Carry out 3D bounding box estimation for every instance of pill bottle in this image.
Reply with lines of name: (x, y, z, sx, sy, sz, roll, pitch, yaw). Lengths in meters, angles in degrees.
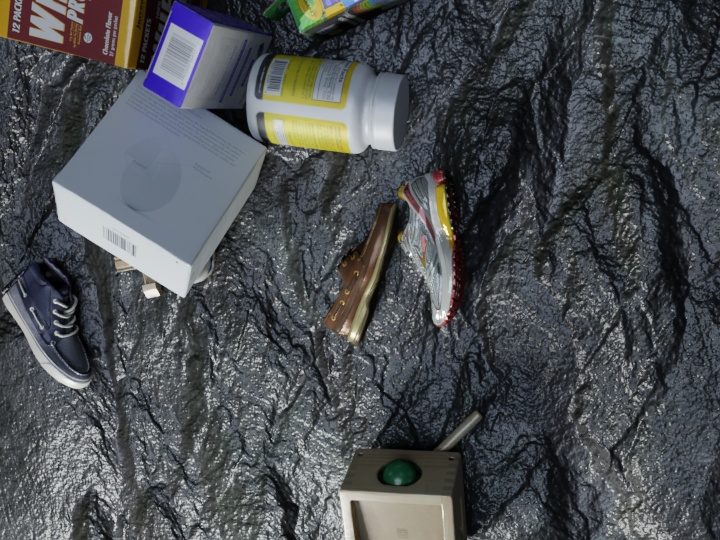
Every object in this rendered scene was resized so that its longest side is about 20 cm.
pill bottle: (-0.041, -0.215, 1.075, 0.195, 0.114, 0.117, 9, 102, 13)

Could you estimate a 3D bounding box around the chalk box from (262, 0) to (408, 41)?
chalk box: (-0.035, -0.375, 1.039, 0.196, 0.125, 0.127, -20, 95, 16)

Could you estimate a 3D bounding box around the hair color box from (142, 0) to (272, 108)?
hair color box: (-0.191, -0.271, 1.058, 0.064, 0.200, 0.111, 30, 106, 9)

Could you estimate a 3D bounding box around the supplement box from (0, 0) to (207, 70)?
supplement box: (-0.331, -0.349, 1.081, 0.193, 0.200, 0.136, 16, 104, 11)

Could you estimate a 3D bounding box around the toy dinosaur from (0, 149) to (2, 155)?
toy dinosaur: (-0.625, -0.248, 1.261, 0.195, 0.061, 0.108, 10, 126, 18)

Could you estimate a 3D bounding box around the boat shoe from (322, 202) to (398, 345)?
boat shoe: (0.000, 0.000, 1.125, 0.066, 0.072, 0.204, 21, 107, 8)

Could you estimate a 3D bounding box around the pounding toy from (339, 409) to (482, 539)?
pounding toy: (0.078, 0.316, 1.144, 0.179, 0.142, 0.205, -1, 110, 15)

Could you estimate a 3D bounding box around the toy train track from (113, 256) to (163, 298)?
toy train track: (-0.333, -0.059, 1.221, 0.112, 0.033, 0.205, -10, 96, 16)

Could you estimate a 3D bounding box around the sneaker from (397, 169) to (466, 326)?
sneaker: (0.095, -0.027, 1.101, 0.080, 0.078, 0.206, -7, 89, 19)

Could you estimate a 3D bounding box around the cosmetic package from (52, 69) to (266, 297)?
cosmetic package: (-0.260, -0.114, 1.082, 0.197, 0.123, 0.202, 31, 64, -3)

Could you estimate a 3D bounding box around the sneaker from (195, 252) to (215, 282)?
sneaker: (-0.261, -0.081, 1.169, 0.074, 0.088, 0.205, -16, 92, 19)

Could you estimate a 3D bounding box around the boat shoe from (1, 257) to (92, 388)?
boat shoe: (-0.461, 0.077, 1.256, 0.092, 0.075, 0.201, -40, 88, 25)
